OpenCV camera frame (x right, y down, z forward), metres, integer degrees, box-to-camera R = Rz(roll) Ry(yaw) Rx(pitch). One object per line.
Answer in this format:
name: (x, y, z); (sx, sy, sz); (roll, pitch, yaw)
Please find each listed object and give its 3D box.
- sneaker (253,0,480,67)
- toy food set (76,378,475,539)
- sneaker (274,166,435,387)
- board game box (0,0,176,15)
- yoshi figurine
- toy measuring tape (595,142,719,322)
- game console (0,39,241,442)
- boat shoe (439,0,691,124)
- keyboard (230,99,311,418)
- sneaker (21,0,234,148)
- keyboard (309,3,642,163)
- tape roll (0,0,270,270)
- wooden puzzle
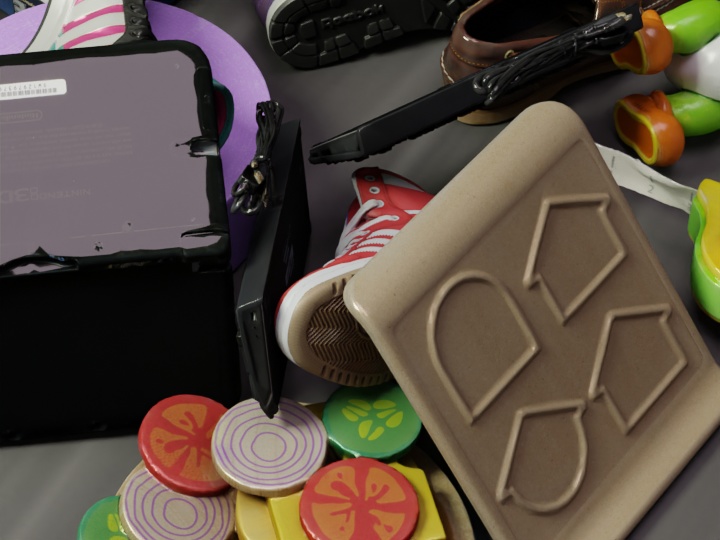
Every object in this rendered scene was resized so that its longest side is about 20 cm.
sneaker: (0.027, -0.195, 1.428); (0.198, 0.076, 0.088); (-12, 44, -12)
toy food set: (-0.040, 0.138, 1.147); (0.198, 0.049, 0.199); (-11, 50, -11)
sneaker: (0.000, 0.000, 1.222); (0.112, 0.072, 0.199); (32, 26, 34)
board game box: (-0.154, -0.225, 1.469); (0.135, 0.035, 0.200); (35, 56, 25)
yoshi figurine: (0.255, -0.125, 1.360); (0.199, 0.113, 0.113); (-15, 67, -18)
toy measuring tape: (0.185, -0.016, 1.279); (0.199, 0.074, 0.074); (24, 52, 18)
game console: (-0.168, -0.012, 1.186); (0.198, 0.116, 0.177); (-6, 73, -6)
boat shoe: (0.134, -0.158, 1.400); (0.199, 0.071, 0.070); (-32, 56, -28)
keyboard: (-0.048, -0.024, 1.205); (0.020, 0.128, 0.200); (-2, 30, 5)
sneaker: (-0.120, -0.114, 1.253); (0.120, 0.084, 0.201); (13, 57, 16)
keyboard: (0.076, -0.104, 1.260); (0.199, 0.127, 0.021); (-27, 95, -26)
tape roll: (-0.149, -0.067, 1.312); (0.198, 0.066, 0.201); (2, 49, -2)
wooden puzzle: (0.092, 0.041, 1.188); (0.185, 0.046, 0.201); (-44, 107, -33)
